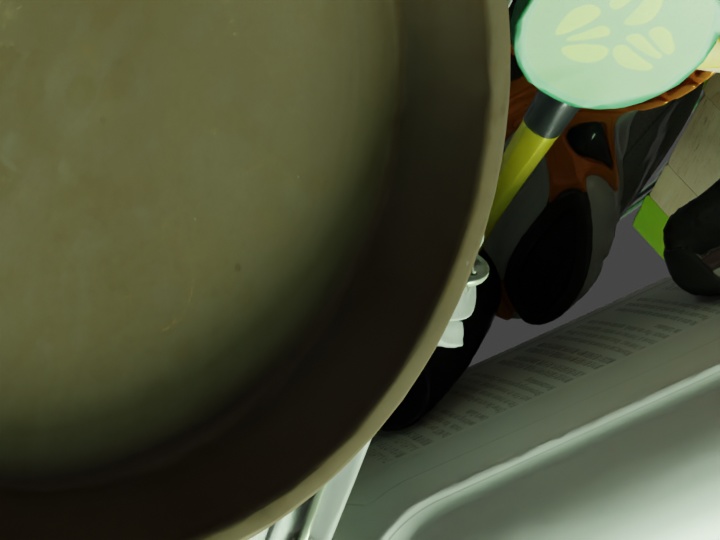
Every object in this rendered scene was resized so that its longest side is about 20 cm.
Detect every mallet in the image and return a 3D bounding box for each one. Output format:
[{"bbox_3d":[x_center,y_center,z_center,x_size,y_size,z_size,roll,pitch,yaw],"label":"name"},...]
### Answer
[{"bbox_3d":[0.051,-0.041,0.777,0.200,0.041,0.066,-58,176,29],"label":"mallet"}]

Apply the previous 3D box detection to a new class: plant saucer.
[{"bbox_3d":[-0.053,-0.036,0.554,0.199,0.201,0.029,-18,-160,-35],"label":"plant saucer"}]

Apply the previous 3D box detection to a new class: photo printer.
[{"bbox_3d":[0.062,0.062,0.819,0.199,0.070,0.166,-24,-173,-12],"label":"photo printer"}]

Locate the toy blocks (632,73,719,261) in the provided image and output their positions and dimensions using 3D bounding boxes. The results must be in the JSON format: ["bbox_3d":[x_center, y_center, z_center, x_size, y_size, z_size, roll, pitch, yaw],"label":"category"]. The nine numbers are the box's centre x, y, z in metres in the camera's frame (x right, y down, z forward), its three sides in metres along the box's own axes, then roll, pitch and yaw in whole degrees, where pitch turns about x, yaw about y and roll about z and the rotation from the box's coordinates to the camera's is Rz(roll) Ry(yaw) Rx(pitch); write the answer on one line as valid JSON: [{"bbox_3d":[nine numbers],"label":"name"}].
[{"bbox_3d":[0.181,-0.079,0.942,0.137,0.100,0.200,-36,164,-23],"label":"toy blocks"}]

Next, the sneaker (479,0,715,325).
[{"bbox_3d":[0.079,-0.079,0.815,0.092,0.076,0.200,-51,173,-45],"label":"sneaker"}]

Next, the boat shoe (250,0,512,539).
[{"bbox_3d":[0.000,0.000,0.737,0.201,0.067,0.074,-61,-171,-2],"label":"boat shoe"}]

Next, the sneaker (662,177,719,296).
[{"bbox_3d":[0.152,-0.083,0.786,0.200,0.116,0.076,-32,-177,22],"label":"sneaker"}]

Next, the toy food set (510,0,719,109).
[{"bbox_3d":[0.122,-0.115,0.653,0.199,0.049,0.199,-5,136,-8],"label":"toy food set"}]
